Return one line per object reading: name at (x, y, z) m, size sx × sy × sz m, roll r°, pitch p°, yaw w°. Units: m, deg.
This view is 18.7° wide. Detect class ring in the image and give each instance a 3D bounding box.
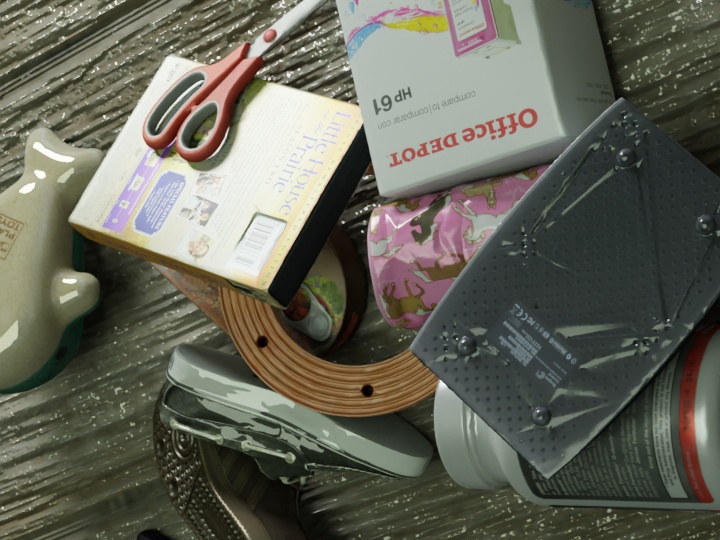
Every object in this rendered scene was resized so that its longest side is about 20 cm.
ring at (0.000, 0.000, 1.479) m, size 0.200 × 0.019 × 0.201 m, roll -3°, pitch 81°, yaw 16°

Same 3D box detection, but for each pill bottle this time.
pill bottle at (0.154, 0.092, 1.374) m, size 0.199 × 0.116 × 0.116 m, roll -2°, pitch 96°, yaw 32°

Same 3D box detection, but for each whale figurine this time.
whale figurine at (-0.248, -0.002, 1.642) m, size 0.159 × 0.104 × 0.201 m, roll 20°, pitch 83°, yaw 29°

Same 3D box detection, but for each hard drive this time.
hard drive at (0.138, 0.013, 1.302) m, size 0.135 × 0.042 × 0.200 m, roll 43°, pitch 97°, yaw 23°

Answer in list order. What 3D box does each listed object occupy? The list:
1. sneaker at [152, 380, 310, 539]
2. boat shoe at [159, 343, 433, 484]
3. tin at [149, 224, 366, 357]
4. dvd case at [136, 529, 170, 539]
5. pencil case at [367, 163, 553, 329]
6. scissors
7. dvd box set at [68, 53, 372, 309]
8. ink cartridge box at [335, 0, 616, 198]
sneaker at (-0.086, 0.159, 1.572) m, size 0.200 × 0.075 × 0.071 m, roll 60°, pitch 135°, yaw 36°
boat shoe at (-0.046, 0.113, 1.520) m, size 0.199 × 0.071 × 0.064 m, roll 20°, pitch 106°, yaw 17°
tin at (-0.079, -0.017, 1.554) m, size 0.200 × 0.042 × 0.112 m, roll 42°, pitch 120°, yaw 20°
dvd case at (-0.104, 0.298, 1.624) m, size 0.200 × 0.018 × 0.143 m, roll 26°, pitch 110°, yaw 27°
pencil case at (0.102, -0.017, 1.391) m, size 0.199 × 0.083 × 0.087 m, roll -10°, pitch 69°, yaw 20°
scissors at (-0.074, -0.156, 1.504) m, size 0.200 × 0.014 × 0.073 m, roll -51°, pitch 46°, yaw -2°
dvd box set at (-0.092, -0.065, 1.490) m, size 0.200 × 0.029 × 0.147 m, roll 18°, pitch 72°, yaw 39°
ink cartridge box at (0.070, -0.158, 1.403) m, size 0.144 × 0.085 × 0.201 m, roll -17°, pitch 83°, yaw 33°
